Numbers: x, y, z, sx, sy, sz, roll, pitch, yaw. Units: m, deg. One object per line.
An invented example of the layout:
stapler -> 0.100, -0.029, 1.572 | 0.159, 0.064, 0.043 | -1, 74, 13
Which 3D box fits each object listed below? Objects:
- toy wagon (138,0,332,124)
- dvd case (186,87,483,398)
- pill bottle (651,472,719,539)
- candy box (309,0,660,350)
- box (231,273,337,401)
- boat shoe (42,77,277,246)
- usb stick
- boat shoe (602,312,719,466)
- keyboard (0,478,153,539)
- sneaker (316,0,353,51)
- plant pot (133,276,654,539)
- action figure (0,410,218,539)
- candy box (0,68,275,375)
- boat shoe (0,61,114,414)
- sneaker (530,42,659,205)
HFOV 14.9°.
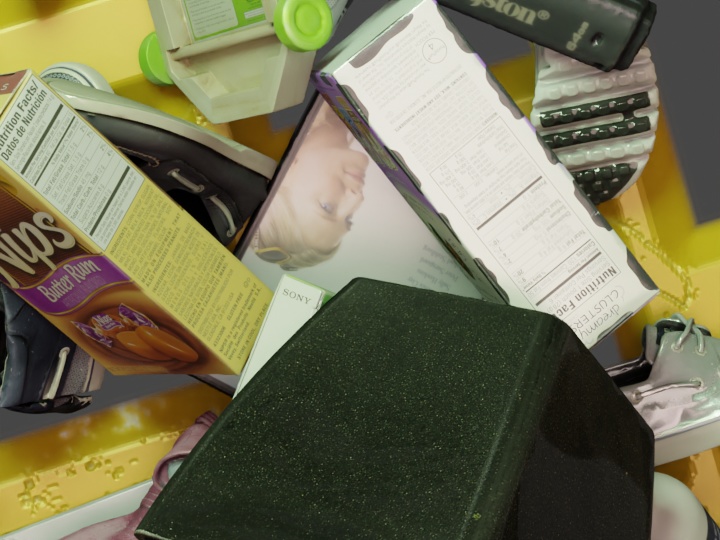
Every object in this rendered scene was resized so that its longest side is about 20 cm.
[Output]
toy wagon -> -0.082, -0.183, 1.508 | 0.039, 0.155, 0.201 | -19, 97, -35
dvd case -> 0.000, 0.000, 1.592 | 0.142, 0.018, 0.201 | 27, 94, -6
pill bottle -> 0.163, 0.184, 1.543 | 0.111, 0.111, 0.200 | -38, 117, 1
candy box -> 0.063, -0.050, 1.496 | 0.071, 0.168, 0.200 | -39, 98, -1
box -> -0.002, 0.095, 1.517 | 0.036, 0.200, 0.145 | 21, 88, 35
boat shoe -> -0.114, -0.055, 1.500 | 0.072, 0.200, 0.063 | 23, 92, 31
usb stick -> 0.061, -0.162, 1.485 | 0.199, 0.033, 0.056 | 21, 129, -7
boat shoe -> 0.177, 0.065, 1.581 | 0.200, 0.070, 0.072 | -21, 102, 3
keyboard -> -0.192, 0.178, 1.606 | 0.199, 0.011, 0.057 | -21, 91, -1
sneaker -> -0.022, -0.217, 1.520 | 0.075, 0.115, 0.201 | 12, 95, -4
plant pot -> 0.040, 0.118, 1.405 | 0.198, 0.200, 0.178 | 10, 66, 36
action figure -> -0.101, 0.144, 1.570 | 0.148, 0.134, 0.201 | 28, 78, 37
candy box -> -0.151, -0.021, 1.450 | 0.200, 0.116, 0.057 | 44, 61, -31
boat shoe -> -0.181, -0.015, 1.534 | 0.074, 0.093, 0.202 | 4, 96, 26
sneaker -> 0.126, -0.134, 1.560 | 0.075, 0.081, 0.201 | -6, 116, 1
